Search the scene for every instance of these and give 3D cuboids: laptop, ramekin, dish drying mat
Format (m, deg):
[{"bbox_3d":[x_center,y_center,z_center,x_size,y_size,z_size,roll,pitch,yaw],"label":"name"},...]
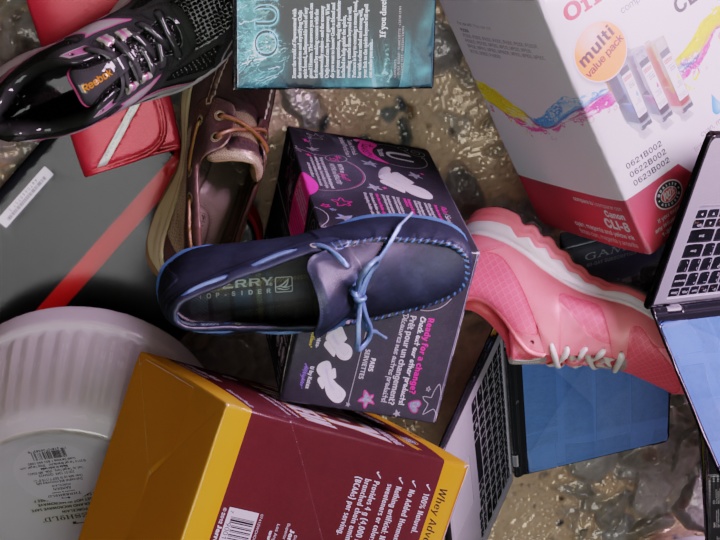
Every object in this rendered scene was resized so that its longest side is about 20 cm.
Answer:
[{"bbox_3d":[0.148,0.130,1.445,0.115,0.201,0.188,13,141,20],"label":"laptop"},{"bbox_3d":[-0.203,0.135,1.397,0.198,0.106,0.202,1,129,1],"label":"ramekin"},{"bbox_3d":[-0.185,-0.169,1.338,0.076,0.018,0.202,-16,107,-1],"label":"dish drying mat"},{"bbox_3d":[0.298,0.020,1.306,0.186,0.116,0.202,-5,121,-40],"label":"laptop"}]

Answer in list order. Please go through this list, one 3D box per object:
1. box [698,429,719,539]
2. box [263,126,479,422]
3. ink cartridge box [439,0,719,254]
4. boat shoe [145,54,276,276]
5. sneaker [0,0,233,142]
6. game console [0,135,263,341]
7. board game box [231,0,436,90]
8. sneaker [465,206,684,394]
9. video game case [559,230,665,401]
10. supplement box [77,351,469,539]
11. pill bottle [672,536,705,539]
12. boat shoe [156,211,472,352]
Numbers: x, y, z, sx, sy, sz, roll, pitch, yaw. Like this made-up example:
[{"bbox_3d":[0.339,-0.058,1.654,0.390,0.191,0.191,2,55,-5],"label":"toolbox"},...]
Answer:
[{"bbox_3d":[0.271,0.126,1.428,0.044,0.162,0.201,-3,146,9],"label":"box"},{"bbox_3d":[0.000,0.000,1.351,0.113,0.200,0.133,9,111,-11],"label":"box"},{"bbox_3d":[0.173,-0.143,1.331,0.145,0.144,0.201,-35,114,-16],"label":"ink cartridge box"},{"bbox_3d":[-0.089,-0.082,1.348,0.072,0.072,0.202,20,89,-36],"label":"boat shoe"},{"bbox_3d":[-0.163,-0.133,1.293,0.199,0.086,0.081,-31,104,9],"label":"sneaker"},{"bbox_3d":[-0.188,-0.011,1.414,0.177,0.031,0.200,40,101,-15],"label":"game console"},{"bbox_3d":[-0.017,-0.216,1.242,0.134,0.028,0.202,-1,111,-7],"label":"board game box"},{"bbox_3d":[0.143,0.042,1.355,0.199,0.074,0.087,32,71,11],"label":"sneaker"},{"bbox_3d":[0.222,0.026,1.454,0.141,0.019,0.201,-15,138,-3],"label":"video game case"},{"bbox_3d":[-0.067,0.184,1.306,0.199,0.132,0.199,18,92,-34],"label":"supplement box"},{"bbox_3d":[0.276,0.324,1.581,0.111,0.112,0.202,-6,113,-7],"label":"pill bottle"},{"bbox_3d":[-0.025,0.017,1.207,0.198,0.069,0.085,-13,113,-1],"label":"boat shoe"}]
